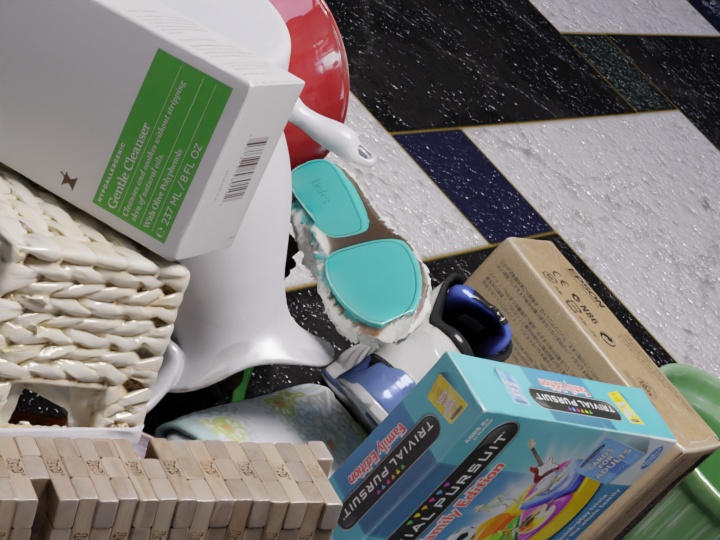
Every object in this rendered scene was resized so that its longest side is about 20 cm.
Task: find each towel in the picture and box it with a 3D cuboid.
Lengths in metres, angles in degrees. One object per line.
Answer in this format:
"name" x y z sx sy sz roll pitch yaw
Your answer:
"towel" -0.021 0.160 1.097 0.200 0.048 0.171 50 24 18

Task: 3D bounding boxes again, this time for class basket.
"basket" -0.201 0.004 0.947 0.135 0.124 0.200 10 23 -47

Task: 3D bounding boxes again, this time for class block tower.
"block tower" -0.105 0.121 0.882 0.199 0.054 0.058 3 30 -28

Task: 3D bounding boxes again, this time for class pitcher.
"pitcher" -0.114 -0.021 1.036 0.171 0.121 0.201 -21 102 -32

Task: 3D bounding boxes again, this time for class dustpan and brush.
"dustpan and brush" -0.072 -0.132 1.176 0.199 0.057 0.140 26 42 1

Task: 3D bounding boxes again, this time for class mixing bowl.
"mixing bowl" -0.120 -0.135 1.285 0.200 0.200 0.108 43 40 5

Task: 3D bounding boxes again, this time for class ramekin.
"ramekin" 0.280 0.181 1.412 0.200 0.098 0.200 31 27 -18

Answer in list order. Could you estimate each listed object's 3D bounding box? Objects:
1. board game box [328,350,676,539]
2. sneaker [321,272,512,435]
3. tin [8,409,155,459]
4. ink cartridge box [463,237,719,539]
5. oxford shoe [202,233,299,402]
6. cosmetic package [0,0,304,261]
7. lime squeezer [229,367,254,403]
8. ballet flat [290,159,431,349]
"board game box" 0.077 0.127 1.056 0.200 0.151 0.047 13 36 -48
"sneaker" 0.044 0.065 1.172 0.081 0.115 0.199 52 -7 -1
"tin" -0.159 0.132 0.959 0.199 0.042 0.112 15 32 -42
"ink cartridge box" 0.127 0.103 1.249 0.200 0.165 0.075 52 26 22
"oxford shoe" -0.083 -0.002 1.169 0.073 0.084 0.201 75 9 -49
"cosmetic package" -0.145 -0.099 0.944 0.199 0.108 0.085 28 14 13
"lime squeezer" -0.098 0.027 1.227 0.070 0.038 0.200 -14 53 -22
"ballet flat" 0.000 0.000 1.129 0.072 0.072 0.200 25 23 -30
